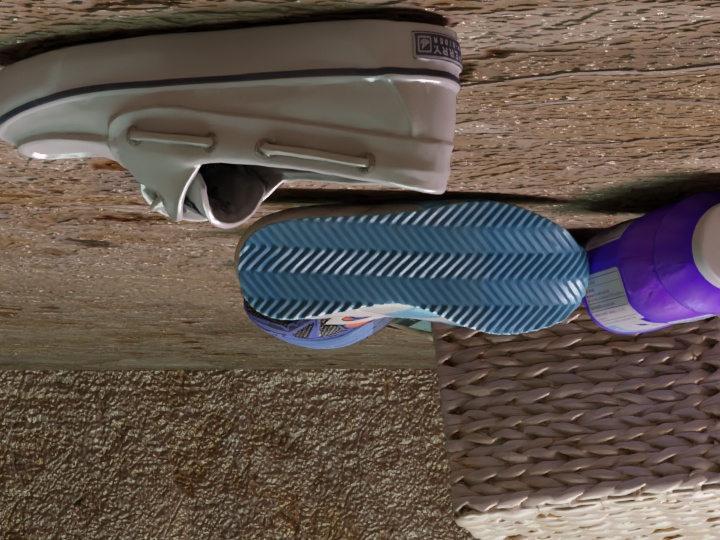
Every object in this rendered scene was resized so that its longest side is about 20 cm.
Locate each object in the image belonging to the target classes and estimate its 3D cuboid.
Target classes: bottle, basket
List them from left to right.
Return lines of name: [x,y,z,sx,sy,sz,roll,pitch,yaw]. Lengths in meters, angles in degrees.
basket: [0.162,0.097,1.545,0.199,0.161,0.198,-7,159,17]
bottle: [0.178,-0.005,1.297,0.083,0.066,0.200,-16,178,-11]

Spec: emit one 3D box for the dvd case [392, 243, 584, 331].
dvd case: [0.142,0.024,1.599,0.200,0.022,0.146,15,153,-36]

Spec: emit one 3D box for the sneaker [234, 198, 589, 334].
sneaker: [0.029,-0.008,1.335,0.199,0.077,0.081,4,-171,-7]

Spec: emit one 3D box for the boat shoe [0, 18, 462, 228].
boat shoe: [-0.055,-0.047,0.842,0.200,0.066,0.073,-3,174,38]

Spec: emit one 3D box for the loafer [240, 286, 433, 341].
loafer: [-0.012,0.024,1.709,0.200,0.063,0.072,-4,174,42]

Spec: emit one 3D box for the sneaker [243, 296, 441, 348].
sneaker: [0.000,0.000,1.465,0.200,0.076,0.078,-14,158,39]
